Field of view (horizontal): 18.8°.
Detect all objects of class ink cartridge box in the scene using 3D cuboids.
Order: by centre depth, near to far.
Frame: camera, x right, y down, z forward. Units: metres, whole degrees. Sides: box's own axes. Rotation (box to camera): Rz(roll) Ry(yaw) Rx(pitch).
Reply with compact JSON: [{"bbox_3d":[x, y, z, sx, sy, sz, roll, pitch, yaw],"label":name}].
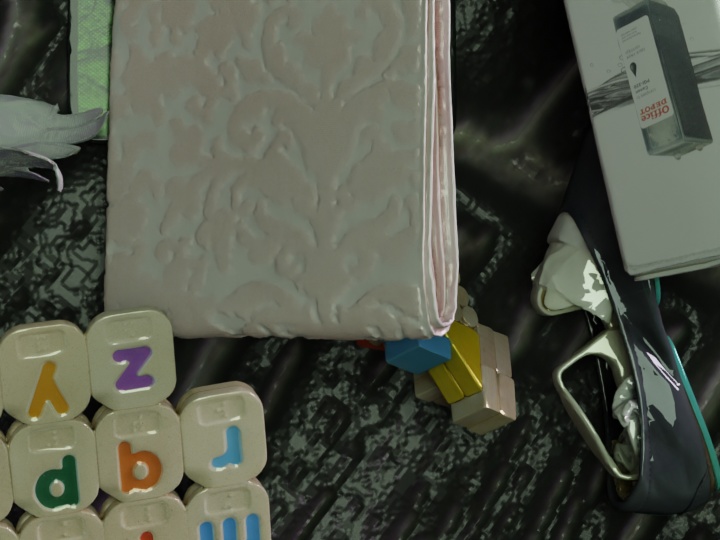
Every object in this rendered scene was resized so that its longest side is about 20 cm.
[{"bbox_3d":[0.171,-0.103,1.063,0.085,0.146,0.201,-12,89,32],"label":"ink cartridge box"}]

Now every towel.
[{"bbox_3d":[-0.039,-0.063,1.010,0.032,0.200,0.192,5,85,-51],"label":"towel"}]

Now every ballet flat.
[{"bbox_3d":[0.124,0.029,1.088,0.073,0.073,0.201,-15,91,-12],"label":"ballet flat"}]

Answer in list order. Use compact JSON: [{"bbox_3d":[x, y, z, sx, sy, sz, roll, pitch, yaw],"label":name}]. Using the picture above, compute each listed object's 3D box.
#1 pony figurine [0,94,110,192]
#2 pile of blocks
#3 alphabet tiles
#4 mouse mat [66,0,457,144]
[{"bbox_3d":[-0.228,-0.038,0.993,0.193,0.167,0.201,15,98,-2],"label":"pony figurine"},{"bbox_3d":[0.000,0.000,1.062,0.082,0.062,0.200,-29,90,-52],"label":"pile of blocks"},{"bbox_3d":[-0.141,0.110,1.011,0.199,0.015,0.196,-9,116,-13],"label":"alphabet tiles"},{"bbox_3d":[-0.048,-0.142,1.098,0.199,0.008,0.161,0,85,-12],"label":"mouse mat"}]
